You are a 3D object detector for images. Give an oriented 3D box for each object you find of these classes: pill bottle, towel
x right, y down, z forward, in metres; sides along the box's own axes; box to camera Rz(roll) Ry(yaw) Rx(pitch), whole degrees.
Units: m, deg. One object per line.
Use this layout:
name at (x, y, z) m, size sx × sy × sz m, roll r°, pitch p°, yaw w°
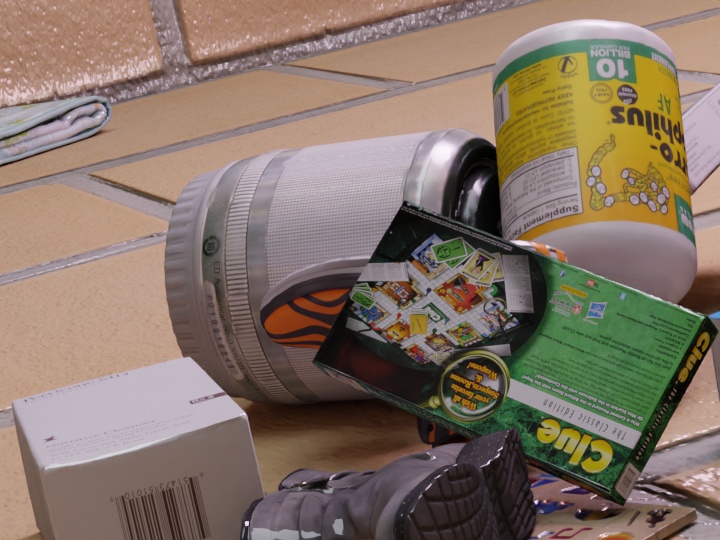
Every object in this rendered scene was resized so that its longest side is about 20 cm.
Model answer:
pill bottle at (0.138, -0.036, 1.503) m, size 0.113 × 0.200 × 0.113 m, roll -2°, pitch -26°, yaw -1°
towel at (-0.418, -0.164, 3.030) m, size 0.171 × 0.048 × 0.200 m, roll 2°, pitch 17°, yaw 45°

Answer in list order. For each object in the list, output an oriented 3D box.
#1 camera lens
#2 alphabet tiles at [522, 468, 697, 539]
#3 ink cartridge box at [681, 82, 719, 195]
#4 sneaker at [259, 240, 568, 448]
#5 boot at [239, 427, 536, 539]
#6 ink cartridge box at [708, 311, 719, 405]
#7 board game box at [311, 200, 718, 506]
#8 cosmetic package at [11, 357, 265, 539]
camera lens at (0.000, 0.000, 1.582) m, size 0.200 × 0.160 × 0.160 m, roll -6°, pitch 13°, yaw 25°
alphabet tiles at (0.060, 0.131, 1.284) m, size 0.200 × 0.008 × 0.167 m, roll 1°, pitch 17°, yaw 44°
ink cartridge box at (0.168, -0.039, 1.689) m, size 0.176 × 0.045 × 0.200 m, roll -40°, pitch -2°, yaw 26°
sneaker at (0.026, 0.051, 1.423) m, size 0.200 × 0.112 × 0.078 m, roll -9°, pitch -15°, yaw 37°
boot at (0.002, 0.128, 1.210) m, size 0.131 × 0.070 × 0.200 m, roll -11°, pitch 0°, yaw 16°
ink cartridge box at (0.297, 0.031, 1.383) m, size 0.200 × 0.067 × 0.116 m, roll -20°, pitch 15°, yaw -38°
board game box at (0.077, 0.040, 1.329) m, size 0.200 × 0.023 × 0.105 m, roll 23°, pitch 75°, yaw 36°
cosmetic package at (-0.119, 0.109, 1.366) m, size 0.113 × 0.081 × 0.200 m, roll -14°, pitch 11°, yaw -12°
